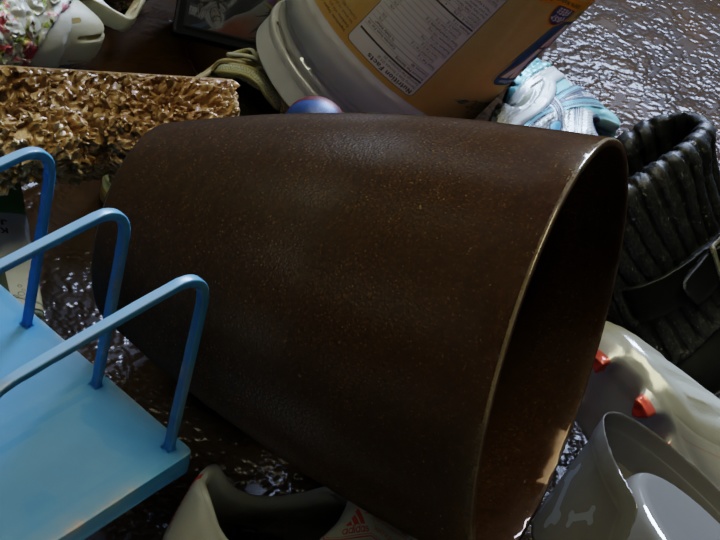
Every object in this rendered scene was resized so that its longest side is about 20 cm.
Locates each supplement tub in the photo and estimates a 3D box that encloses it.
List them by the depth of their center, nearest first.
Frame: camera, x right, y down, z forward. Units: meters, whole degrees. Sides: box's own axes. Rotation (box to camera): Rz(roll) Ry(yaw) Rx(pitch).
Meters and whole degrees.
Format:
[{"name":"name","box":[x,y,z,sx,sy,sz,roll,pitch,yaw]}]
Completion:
[{"name":"supplement tub","box":[0.047,-0.169,1.154,0.144,0.200,0.145,36,27,-22]}]

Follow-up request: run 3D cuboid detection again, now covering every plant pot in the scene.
[{"name":"plant pot","box":[-0.009,0.008,0.842,0.198,0.188,0.187,17,36,17]}]

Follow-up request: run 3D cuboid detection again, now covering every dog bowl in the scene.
[{"name":"dog bowl","box":[0.153,0.156,0.849,0.200,0.059,0.200,43,14,-14]}]

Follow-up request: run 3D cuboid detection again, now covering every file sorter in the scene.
[{"name":"file sorter","box":[-0.177,0.013,0.800,0.199,0.123,0.138,37,43,23]}]

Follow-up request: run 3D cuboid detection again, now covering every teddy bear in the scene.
[{"name":"teddy bear","box":[-0.158,-0.067,0.950,0.198,0.068,0.145,2,8,-16]}]

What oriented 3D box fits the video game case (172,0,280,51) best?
[{"name":"video game case","box":[-0.008,-0.211,1.237,0.198,0.182,0.026,12,35,-4]}]

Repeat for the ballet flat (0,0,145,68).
[{"name":"ballet flat","box":[-0.175,-0.167,1.217,0.064,0.076,0.200,36,42,2]}]

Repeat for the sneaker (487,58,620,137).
[{"name":"sneaker","box":[0.111,-0.061,1.178,0.086,0.078,0.200,26,39,4]}]

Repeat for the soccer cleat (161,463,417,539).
[{"name":"soccer cleat","box":[0.009,0.137,0.873,0.198,0.086,0.069,13,36,-3]}]

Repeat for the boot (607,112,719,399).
[{"name":"boot","box":[0.198,-0.021,1.061,0.079,0.159,0.211,-8,23,49]}]

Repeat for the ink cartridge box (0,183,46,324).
[{"name":"ink cartridge box","box":[-0.224,0.036,0.921,0.145,0.084,0.201,0,40,-19]}]

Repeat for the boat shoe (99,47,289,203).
[{"name":"boat shoe","box":[-0.079,-0.093,1.159,0.073,0.064,0.200,32,40,21]}]

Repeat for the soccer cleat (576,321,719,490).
[{"name":"soccer cleat","box":[0.180,0.097,0.990,0.200,0.069,0.077,45,47,12]}]

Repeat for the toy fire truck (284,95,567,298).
[{"name":"toy fire truck","box":[0.000,0.000,0.978,0.199,0.169,0.112,27,38,15]}]
